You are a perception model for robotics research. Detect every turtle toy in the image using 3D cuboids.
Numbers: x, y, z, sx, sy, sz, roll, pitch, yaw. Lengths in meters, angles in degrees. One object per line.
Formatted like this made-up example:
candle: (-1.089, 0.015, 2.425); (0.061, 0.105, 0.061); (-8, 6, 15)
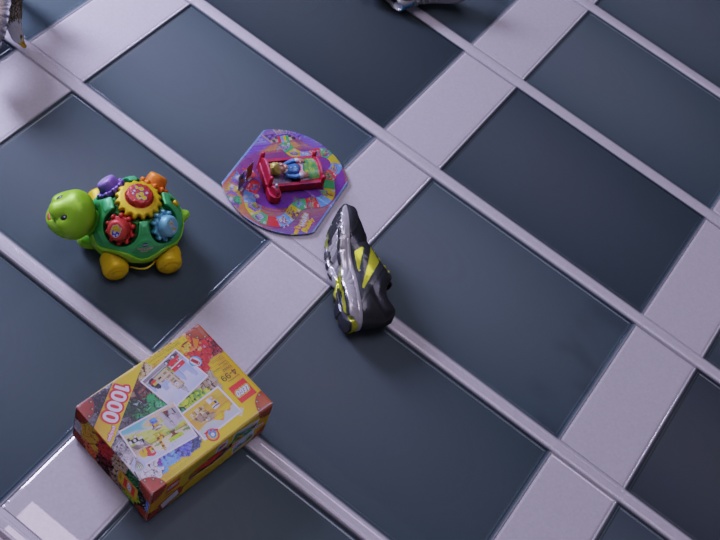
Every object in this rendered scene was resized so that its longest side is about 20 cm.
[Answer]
turtle toy: (-0.328, -0.072, 1.653); (0.198, 0.101, 0.147); (-7, 58, -22)

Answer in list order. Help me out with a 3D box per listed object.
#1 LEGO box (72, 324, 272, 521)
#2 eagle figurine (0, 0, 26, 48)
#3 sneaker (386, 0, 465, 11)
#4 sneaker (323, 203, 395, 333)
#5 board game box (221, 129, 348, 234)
LEGO box: (-0.234, 0.186, 1.512); (0.149, 0.077, 0.199); (44, 54, 16)
eagle figurine: (-0.541, -0.387, 1.801); (0.151, 0.151, 0.200); (46, 47, -7)
sneaker: (0.095, -0.482, 2.112); (0.197, 0.075, 0.088); (8, 60, -2)
sneaker: (0.000, 0.000, 1.734); (0.084, 0.075, 0.202); (5, 63, -21)
board game box: (-0.106, -0.145, 1.814); (0.157, 0.039, 0.201); (30, 52, 5)
